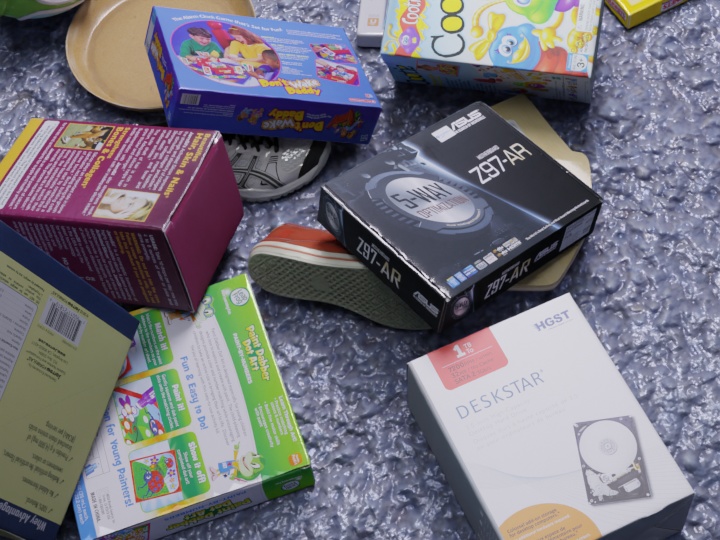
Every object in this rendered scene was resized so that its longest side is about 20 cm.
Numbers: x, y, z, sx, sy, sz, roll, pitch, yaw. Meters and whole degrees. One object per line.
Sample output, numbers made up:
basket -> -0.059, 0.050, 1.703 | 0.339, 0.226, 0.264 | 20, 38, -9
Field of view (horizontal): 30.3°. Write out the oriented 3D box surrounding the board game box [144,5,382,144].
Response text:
board game box -> -0.093, -0.185, 1.258 | 0.198, 0.045, 0.135 | 2, 42, -24

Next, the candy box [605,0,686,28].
candy box -> 0.333, -0.330, 1.385 | 0.198, 0.027, 0.103 | -27, 62, -12

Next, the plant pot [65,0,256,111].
plant pot -> -0.204, -0.237, 1.374 | 0.197, 0.028, 0.202 | -2, 57, 3

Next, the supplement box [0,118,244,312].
supplement box -> -0.223, -0.053, 1.187 | 0.198, 0.104, 0.132 | 7, 47, 20

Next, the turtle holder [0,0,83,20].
turtle holder -> -0.341, -0.323, 1.380 | 0.130, 0.185, 0.143 | 2, 81, -22

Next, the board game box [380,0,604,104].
board game box -> 0.129, -0.232, 1.275 | 0.197, 0.105, 0.104 | 8, 85, 10

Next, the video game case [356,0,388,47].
video game case -> 0.101, -0.307, 1.393 | 0.197, 0.023, 0.184 | 2, 58, 6

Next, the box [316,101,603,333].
box -> 0.087, -0.052, 1.155 | 0.199, 0.044, 0.160 | -30, 59, -30

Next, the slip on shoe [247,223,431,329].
slip on shoe -> 0.000, 0.000, 1.180 | 0.198, 0.075, 0.061 | 13, 44, 13

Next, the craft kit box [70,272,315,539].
craft kit box -> -0.160, 0.119, 1.132 | 0.195, 0.049, 0.201 | -19, 58, -4

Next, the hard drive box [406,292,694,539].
hard drive box -> 0.147, 0.142, 1.069 | 0.154, 0.077, 0.201 | -23, 58, -10

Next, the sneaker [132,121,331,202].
sneaker -> -0.125, -0.114, 1.252 | 0.197, 0.088, 0.076 | -12, 55, -4

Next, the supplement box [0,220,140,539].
supplement box -> -0.308, 0.084, 1.037 | 0.133, 0.200, 0.202 | 8, 69, 31

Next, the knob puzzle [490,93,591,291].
knob puzzle -> 0.125, -0.055, 1.224 | 0.217, 0.031, 0.222 | -2, 57, 3
